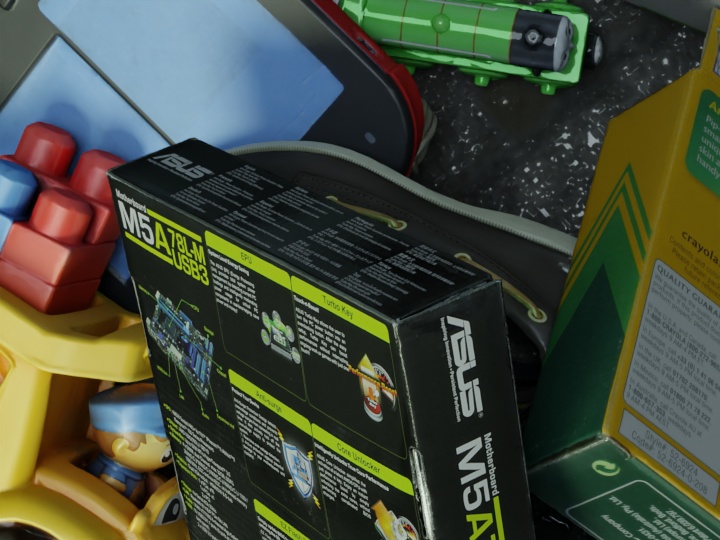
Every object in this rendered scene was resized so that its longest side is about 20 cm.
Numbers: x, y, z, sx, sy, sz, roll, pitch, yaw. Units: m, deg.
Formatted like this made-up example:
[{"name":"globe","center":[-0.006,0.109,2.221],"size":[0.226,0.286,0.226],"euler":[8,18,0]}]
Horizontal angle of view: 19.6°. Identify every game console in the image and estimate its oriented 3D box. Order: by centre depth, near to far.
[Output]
[{"name":"game console","center":[-0.087,-0.071,0.858],"size":[0.200,0.031,0.177],"euler":[44,118,-1]}]

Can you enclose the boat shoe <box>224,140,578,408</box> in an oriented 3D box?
[{"name":"boat shoe","center":[0.000,0.000,0.793],"size":[0.200,0.060,0.072],"euler":[15,116,27]}]

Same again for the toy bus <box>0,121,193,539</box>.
[{"name":"toy bus","center":[-0.131,0.048,0.853],"size":[0.199,0.136,0.193],"euler":[30,98,10]}]

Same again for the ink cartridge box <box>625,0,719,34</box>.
[{"name":"ink cartridge box","center":[0.152,-0.199,0.807],"size":[0.145,0.084,0.201],"euler":[24,89,11]}]

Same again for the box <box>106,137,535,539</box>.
[{"name":"box","center":[-0.011,0.068,0.731],"size":[0.047,0.200,0.195],"euler":[-20,115,-27]}]

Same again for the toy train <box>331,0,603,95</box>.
[{"name":"toy train","center":[0.001,-0.105,0.865],"size":[0.198,0.056,0.042],"euler":[9,92,13]}]

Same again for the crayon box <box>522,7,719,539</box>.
[{"name":"crayon box","center":[0.135,0.020,0.751],"size":[0.125,0.201,0.051],"euler":[37,140,-21]}]

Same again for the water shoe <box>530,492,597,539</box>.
[{"name":"water shoe","center":[0.089,0.136,0.726],"size":[0.200,0.079,0.072],"euler":[43,96,12]}]

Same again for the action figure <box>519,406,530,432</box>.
[{"name":"action figure","center":[0.079,0.122,0.827],"size":[0.199,0.104,0.195],"euler":[-34,62,22]}]

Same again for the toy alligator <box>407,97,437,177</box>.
[{"name":"toy alligator","center":[0.003,0.030,0.872],"size":[0.054,0.059,0.201],"euler":[25,90,-33]}]
